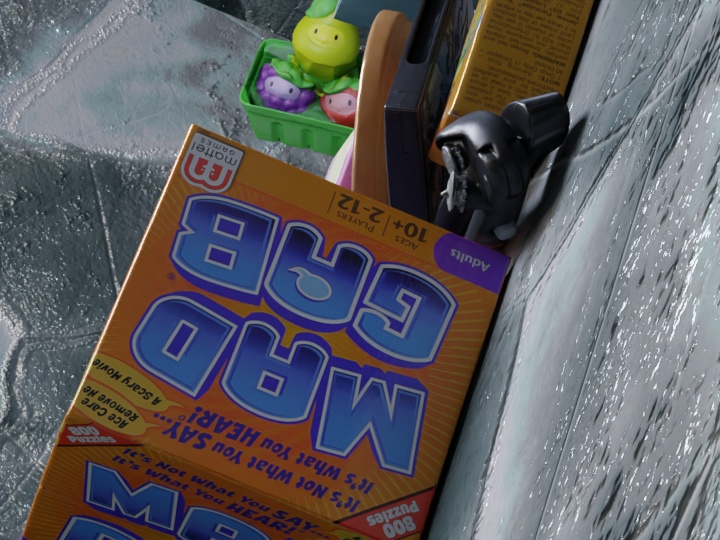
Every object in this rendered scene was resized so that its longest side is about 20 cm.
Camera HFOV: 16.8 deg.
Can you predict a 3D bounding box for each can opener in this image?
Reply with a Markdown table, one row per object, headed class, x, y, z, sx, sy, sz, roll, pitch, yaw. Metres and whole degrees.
| class | x | y | z | sx | sy | sz | roll | pitch | yaw |
| --- | --- | --- | --- | --- | --- | --- | --- | --- | --- |
| can opener | 0.073 | -0.038 | 1.398 | 0.200 | 0.078 | 0.064 | 108 | 149 | -67 |

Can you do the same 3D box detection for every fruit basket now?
| class | x | y | z | sx | sy | sz | roll | pitch | yaw |
| --- | --- | --- | --- | --- | --- | --- | --- | --- | --- |
| fruit basket | -0.053 | -0.269 | 3.333 | 0.216 | 0.215 | 0.156 | 116 | 174 | -51 |

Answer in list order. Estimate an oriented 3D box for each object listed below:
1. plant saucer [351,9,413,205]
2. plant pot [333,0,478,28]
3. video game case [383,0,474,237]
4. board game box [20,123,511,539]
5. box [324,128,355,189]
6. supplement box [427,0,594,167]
| class | x | y | z | sx | sy | sz | roll | pitch | yaw |
| --- | --- | --- | --- | --- | --- | --- | --- | --- | --- |
| plant saucer | 0.027 | -0.074 | 1.637 | 0.200 | 0.037 | 0.201 | 3 | -90 | -81 |
| plant pot | 0.074 | -0.291 | 2.145 | 0.200 | 0.135 | 0.200 | -158 | 90 | -87 |
| video game case | 0.049 | -0.077 | 1.567 | 0.181 | 0.025 | 0.200 | -72 | -17 | -48 |
| board game box | -0.058 | 0.079 | 1.402 | 0.200 | 0.200 | 0.200 | 119 | 172 | -58 |
| box | 0.000 | 0.000 | 1.842 | 0.200 | 0.097 | 0.176 | 144 | 147 | -82 |
| supplement box | 0.102 | -0.151 | 1.483 | 0.067 | 0.069 | 0.200 | 114 | 173 | -63 |
